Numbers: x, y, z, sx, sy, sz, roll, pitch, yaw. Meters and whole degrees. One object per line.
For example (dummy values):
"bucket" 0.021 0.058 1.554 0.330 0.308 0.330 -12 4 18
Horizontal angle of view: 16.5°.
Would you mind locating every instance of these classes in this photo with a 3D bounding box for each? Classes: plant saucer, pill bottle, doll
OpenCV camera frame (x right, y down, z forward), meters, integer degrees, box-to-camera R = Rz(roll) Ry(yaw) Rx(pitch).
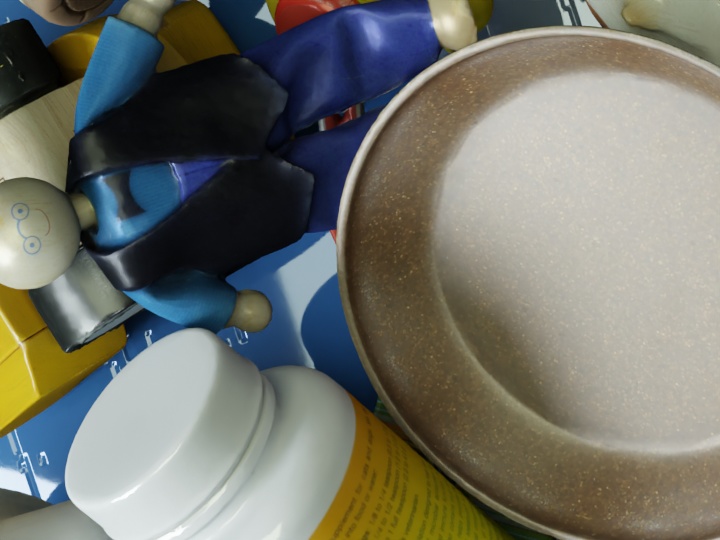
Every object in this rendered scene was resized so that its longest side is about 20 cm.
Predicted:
"plant saucer" 0.089 0.004 0.876 0.199 0.037 0.201 11 120 21
"pill bottle" -0.012 0.111 0.915 0.109 0.109 0.200 -40 118 14
"doll" -0.049 -0.046 0.903 0.199 0.048 0.137 -23 98 -13

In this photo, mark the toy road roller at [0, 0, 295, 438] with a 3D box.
"toy road roller" -0.115 -0.028 1.010 0.123 0.146 0.200 57 142 2

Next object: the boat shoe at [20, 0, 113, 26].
"boat shoe" -0.079 -0.192 0.919 0.075 0.075 0.203 38 90 22

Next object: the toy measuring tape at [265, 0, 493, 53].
"toy measuring tape" -0.033 -0.119 1.002 0.199 0.073 0.074 17 100 28

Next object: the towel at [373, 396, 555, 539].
"towel" 0.061 0.015 1.010 0.086 0.018 0.201 16 99 8

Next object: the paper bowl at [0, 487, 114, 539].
"paper bowl" -0.093 0.168 0.966 0.104 0.201 0.201 -41 85 12

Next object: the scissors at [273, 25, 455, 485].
"scissors" 0.000 0.000 0.980 0.073 0.014 0.201 -3 111 1

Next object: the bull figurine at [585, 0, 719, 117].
"bull figurine" 0.098 -0.119 0.925 0.200 0.121 0.065 44 132 15

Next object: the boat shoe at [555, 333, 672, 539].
"boat shoe" 0.114 0.047 0.957 0.084 0.069 0.201 15 112 -28
